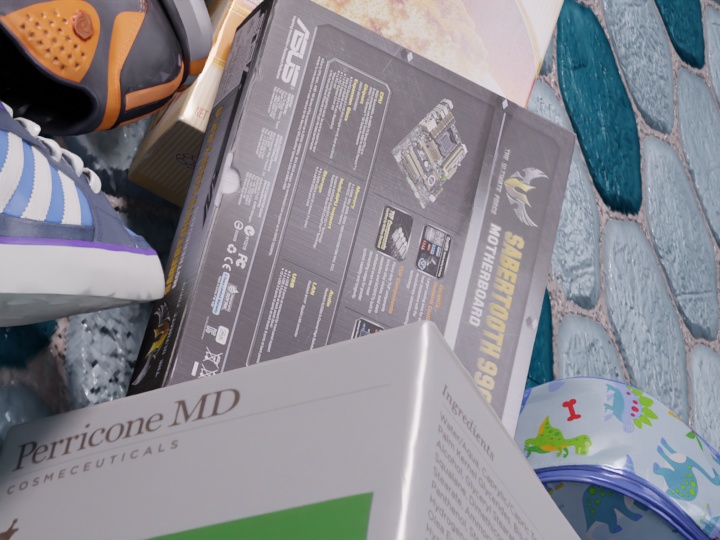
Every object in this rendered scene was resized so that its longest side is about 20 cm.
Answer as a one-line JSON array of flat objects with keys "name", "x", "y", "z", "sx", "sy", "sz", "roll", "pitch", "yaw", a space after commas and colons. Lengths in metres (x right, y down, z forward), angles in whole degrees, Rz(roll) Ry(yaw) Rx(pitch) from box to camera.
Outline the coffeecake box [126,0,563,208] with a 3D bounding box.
[{"name": "coffeecake box", "x": 0.001, "y": -0.100, "z": 1.043, "sx": 0.153, "sy": 0.073, "sz": 0.201, "roll": 29, "pitch": 60, "yaw": -15}]

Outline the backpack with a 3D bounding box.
[{"name": "backpack", "x": 0.129, "y": 0.165, "z": 1.181, "sx": 0.200, "sy": 0.183, "sz": 0.147, "roll": 46, "pitch": 38, "yaw": -24}]

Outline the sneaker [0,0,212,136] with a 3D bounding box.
[{"name": "sneaker", "x": -0.146, "y": -0.145, "z": 0.888, "sx": 0.112, "sy": 0.077, "sz": 0.200, "roll": -35, "pitch": 92, "yaw": -46}]

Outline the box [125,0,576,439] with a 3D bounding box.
[{"name": "box", "x": 0.000, "y": 0.000, "z": 0.931, "sx": 0.158, "sy": 0.048, "sz": 0.201, "roll": 24, "pitch": 62, "yaw": -20}]

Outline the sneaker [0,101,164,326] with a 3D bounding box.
[{"name": "sneaker", "x": -0.147, "y": -0.058, "z": 0.826, "sx": 0.200, "sy": 0.080, "sz": 0.147, "roll": 6, "pitch": 75, "yaw": -59}]

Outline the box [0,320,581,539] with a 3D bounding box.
[{"name": "box", "x": -0.023, "y": 0.160, "z": 0.829, "sx": 0.200, "sy": 0.198, "sz": 0.172, "roll": 56, "pitch": 30, "yaw": -36}]
